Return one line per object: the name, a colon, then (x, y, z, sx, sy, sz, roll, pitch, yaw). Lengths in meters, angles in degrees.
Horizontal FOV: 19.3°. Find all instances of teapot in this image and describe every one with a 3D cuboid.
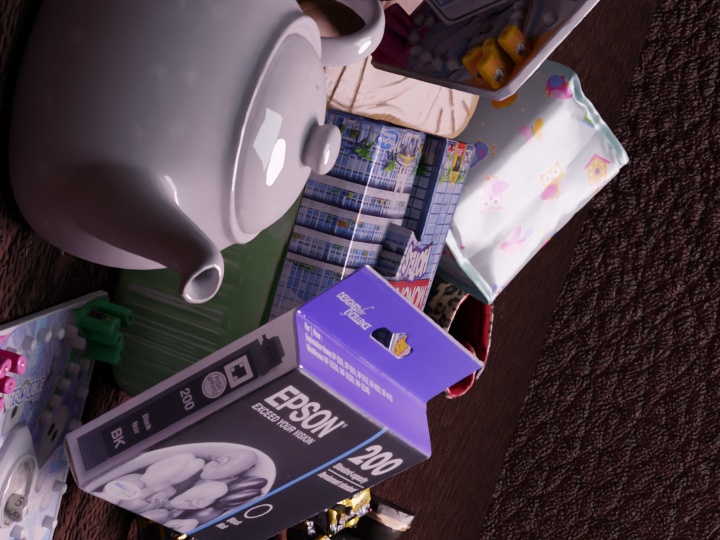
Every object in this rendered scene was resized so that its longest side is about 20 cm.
teapot: (-0.078, -0.085, 1.085, 0.197, 0.145, 0.201, 29, 77, -78)

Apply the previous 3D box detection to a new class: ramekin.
ramekin: (-0.079, 0.006, 1.324, 0.200, 0.097, 0.201, 17, 90, -78)

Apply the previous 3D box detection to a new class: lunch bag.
lunch bag: (0.081, -0.090, 1.663, 0.170, 0.200, 0.122, -44, 124, -9)

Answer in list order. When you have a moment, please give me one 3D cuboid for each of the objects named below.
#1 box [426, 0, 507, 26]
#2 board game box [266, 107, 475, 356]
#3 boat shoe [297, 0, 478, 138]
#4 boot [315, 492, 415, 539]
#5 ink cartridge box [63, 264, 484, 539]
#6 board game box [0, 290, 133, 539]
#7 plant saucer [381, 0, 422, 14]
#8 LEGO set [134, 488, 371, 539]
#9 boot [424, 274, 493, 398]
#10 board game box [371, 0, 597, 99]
box: (0.032, -0.260, 1.266, 0.200, 0.060, 0.117, 48, 48, -24)
board game box: (0.001, 0.008, 1.306, 0.200, 0.061, 0.201, -6, 112, -77)
boat shoe: (-0.003, -0.144, 1.477, 0.200, 0.069, 0.071, 23, 98, -47)
boot: (-0.039, 0.236, 1.702, 0.200, 0.077, 0.139, -1, -117, 64)
ink cartridge box: (-0.038, 0.088, 1.222, 0.198, 0.200, 0.044, 38, 24, -60)
board game box: (-0.188, 0.121, 1.159, 0.200, 0.026, 0.201, -25, 131, -74)
plant saucer: (0.057, -0.204, 1.555, 0.200, 0.037, 0.201, -28, 142, -24)
LEGO set: (-0.059, 0.194, 1.466, 0.200, 0.116, 0.154, -16, 109, -48)
boot: (0.027, 0.065, 1.738, 0.073, 0.150, 0.201, -5, 116, -47)
board game box: (0.105, -0.199, 1.347, 0.200, 0.026, 0.200, -48, -155, -8)
